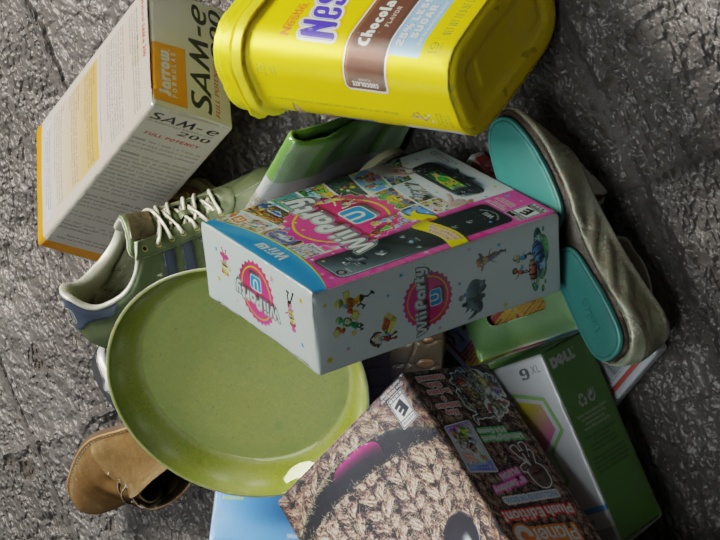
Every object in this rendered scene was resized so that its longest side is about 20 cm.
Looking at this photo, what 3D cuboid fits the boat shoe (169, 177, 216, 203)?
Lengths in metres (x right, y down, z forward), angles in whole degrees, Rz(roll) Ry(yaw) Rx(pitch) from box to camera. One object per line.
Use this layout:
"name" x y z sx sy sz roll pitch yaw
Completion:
"boat shoe" -0.165 0.016 1.706 0.076 0.072 0.200 29 123 29

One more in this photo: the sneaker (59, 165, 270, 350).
"sneaker" -0.145 -0.019 1.566 0.200 0.090 0.067 -44 36 5

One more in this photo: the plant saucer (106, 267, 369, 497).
"plant saucer" -0.089 0.078 1.520 0.200 0.031 0.200 6 120 10

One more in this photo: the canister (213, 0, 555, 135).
"canister" 0.019 -0.167 1.436 0.200 0.149 0.087 11 140 35

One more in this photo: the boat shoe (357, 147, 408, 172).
"boat shoe" 0.000 0.000 1.549 0.068 0.075 0.200 45 124 25

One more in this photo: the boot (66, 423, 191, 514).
"boot" -0.200 0.178 1.782 0.200 0.074 0.075 -37 37 43

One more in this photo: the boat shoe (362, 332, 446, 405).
"boat shoe" 0.028 0.086 1.564 0.072 0.068 0.200 15 124 10

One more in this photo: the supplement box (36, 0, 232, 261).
"supplement box" -0.183 -0.113 1.637 0.200 0.074 0.126 -44 41 41

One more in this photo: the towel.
"towel" -0.041 -0.036 1.532 0.031 0.149 0.200 45 128 18

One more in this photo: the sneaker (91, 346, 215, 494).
"sneaker" -0.127 0.108 1.673 0.200 0.072 0.083 38 108 14

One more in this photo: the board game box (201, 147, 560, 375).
"board game box" 0.015 -0.010 1.409 0.148 0.200 0.064 31 133 49

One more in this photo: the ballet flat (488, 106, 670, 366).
"ballet flat" 0.154 -0.026 1.434 0.067 0.062 0.200 -36 75 54

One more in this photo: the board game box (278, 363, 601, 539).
"board game box" 0.063 0.193 1.425 0.159 0.097 0.200 -49 62 32

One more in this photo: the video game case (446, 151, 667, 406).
"video game case" 0.118 0.030 1.512 0.200 0.017 0.143 48 130 16

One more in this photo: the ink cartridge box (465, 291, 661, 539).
"ink cartridge box" 0.127 0.107 1.480 0.104 0.059 0.200 -22 92 44

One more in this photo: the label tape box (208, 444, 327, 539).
"label tape box" -0.040 0.227 1.609 0.144 0.063 0.200 0 135 19
